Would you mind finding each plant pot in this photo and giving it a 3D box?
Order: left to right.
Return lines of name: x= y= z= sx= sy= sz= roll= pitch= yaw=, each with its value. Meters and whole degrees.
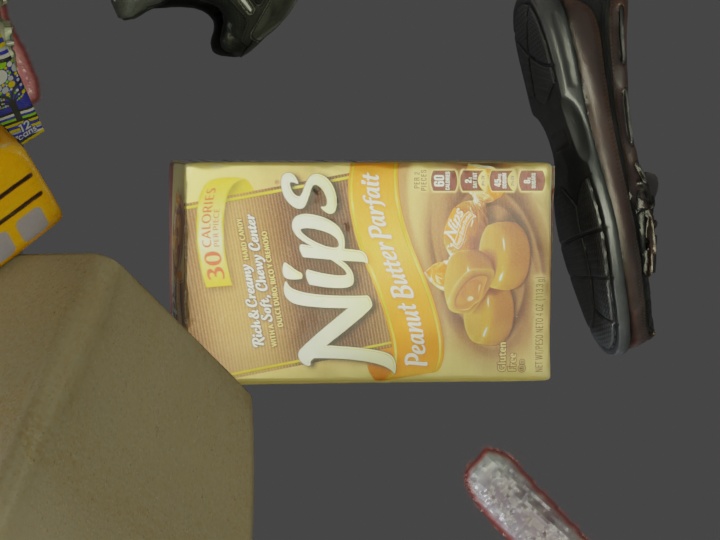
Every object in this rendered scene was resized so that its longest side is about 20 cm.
plant pot: x=-0.161 y=0.101 z=1.401 sx=0.200 sy=0.199 sz=0.178 roll=47 pitch=54 yaw=-42

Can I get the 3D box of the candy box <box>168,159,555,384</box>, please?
candy box: x=0.000 y=0.000 z=1.562 sx=0.199 sy=0.055 sz=0.116 roll=-1 pitch=93 yaw=-13

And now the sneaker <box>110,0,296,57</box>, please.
sneaker: x=-0.115 y=-0.179 z=1.522 sx=0.200 sy=0.066 sz=0.091 roll=33 pitch=83 yaw=-15

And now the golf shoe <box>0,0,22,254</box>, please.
golf shoe: x=-0.217 y=-0.063 z=1.506 sx=0.097 sy=0.078 sz=0.201 roll=-7 pitch=85 yaw=-6

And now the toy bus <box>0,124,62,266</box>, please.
toy bus: x=-0.240 y=0.000 z=1.360 sx=0.200 sy=0.065 sz=0.078 roll=-38 pitch=136 yaw=-12

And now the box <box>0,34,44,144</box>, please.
box: x=-0.255 y=-0.051 z=1.405 sx=0.199 sy=0.064 sz=0.070 roll=-34 pitch=134 yaw=-14

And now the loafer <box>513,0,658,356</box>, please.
loafer: x=0.136 y=-0.057 z=1.587 sx=0.063 sy=0.072 sz=0.201 roll=-15 pitch=93 yaw=-16
